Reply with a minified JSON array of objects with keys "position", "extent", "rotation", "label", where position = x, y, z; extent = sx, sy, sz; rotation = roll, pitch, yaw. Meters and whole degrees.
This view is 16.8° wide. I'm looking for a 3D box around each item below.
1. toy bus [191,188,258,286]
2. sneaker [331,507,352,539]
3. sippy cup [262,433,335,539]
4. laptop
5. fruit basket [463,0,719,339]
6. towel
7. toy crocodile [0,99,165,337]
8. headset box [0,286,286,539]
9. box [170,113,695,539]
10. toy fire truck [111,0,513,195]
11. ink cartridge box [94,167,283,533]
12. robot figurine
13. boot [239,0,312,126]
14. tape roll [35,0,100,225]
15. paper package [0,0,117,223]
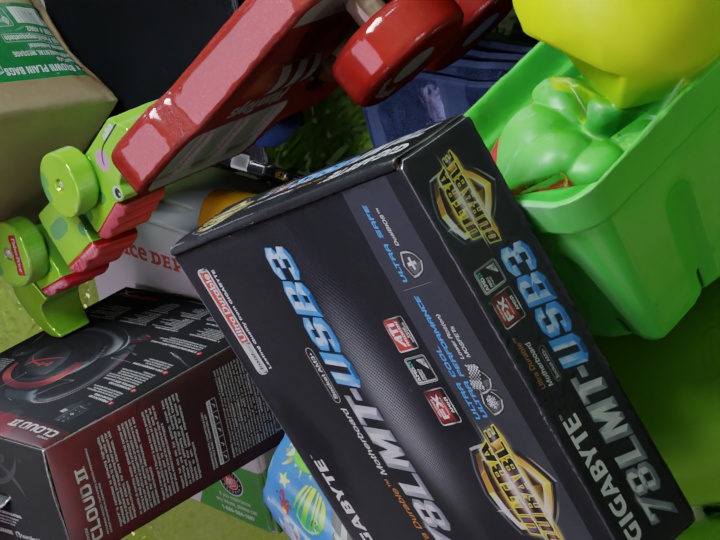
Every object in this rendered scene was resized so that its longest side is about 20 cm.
[{"position":[0.000,0.000,1.326],"extent":[0.200,0.078,0.065],"rotation":[11,89,47],"label":"toy bus"},{"position":[0.038,0.122,1.205],"extent":[0.115,0.075,0.201],"rotation":[32,140,54],"label":"sneaker"},{"position":[0.020,0.134,1.377],"extent":[0.130,0.139,0.178],"rotation":[35,139,32],"label":"sippy cup"},{"position":[-0.077,-0.118,1.363],"extent":[0.187,0.200,0.116],"rotation":[19,92,46],"label":"laptop"},{"position":[0.109,-0.097,1.041],"extent":[0.155,0.215,0.216],"rotation":[3,115,52],"label":"fruit basket"},{"position":[0.076,-0.067,1.247],"extent":[0.200,0.048,0.112],"rotation":[13,124,49],"label":"towel"},{"position":[-0.149,-0.029,1.351],"extent":[0.062,0.067,0.200],"rotation":[56,139,12],"label":"toy crocodile"},{"position":[-0.154,0.088,1.377],"extent":[0.148,0.200,0.075],"rotation":[8,119,45],"label":"headset box"},{"position":[0.026,0.046,1.057],"extent":[0.198,0.050,0.200],"rotation":[-17,106,56],"label":"box"},{"position":[-0.025,-0.116,1.183],"extent":[0.112,0.200,0.168],"rotation":[49,118,5],"label":"toy fire truck"},{"position":[-0.086,0.042,1.508],"extent":[0.146,0.083,0.201],"rotation":[18,127,46],"label":"ink cartridge box"},{"position":[0.158,0.050,1.127],"extent":[0.199,0.116,0.176],"rotation":[-14,80,33],"label":"robot figurine"},{"position":[-0.062,-0.168,1.355],"extent":[0.073,0.076,0.200],"rotation":[14,142,41],"label":"boot"},{"position":[-0.216,-0.101,1.518],"extent":[0.200,0.066,0.201],"rotation":[-21,65,58],"label":"tape roll"},{"position":[-0.267,-0.060,1.343],"extent":[0.104,0.200,0.191],"rotation":[53,126,18],"label":"paper package"}]
